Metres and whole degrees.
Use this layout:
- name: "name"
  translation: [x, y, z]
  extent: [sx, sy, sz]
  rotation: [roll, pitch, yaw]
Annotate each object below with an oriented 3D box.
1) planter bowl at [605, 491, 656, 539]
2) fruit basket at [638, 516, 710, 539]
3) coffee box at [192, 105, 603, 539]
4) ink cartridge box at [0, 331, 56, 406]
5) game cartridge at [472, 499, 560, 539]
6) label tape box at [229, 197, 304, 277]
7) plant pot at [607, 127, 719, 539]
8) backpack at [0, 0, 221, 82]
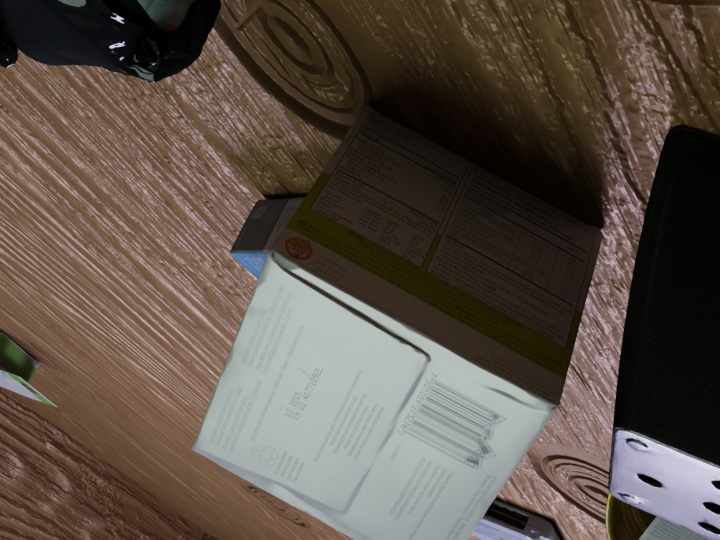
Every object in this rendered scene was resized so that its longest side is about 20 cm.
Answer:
- name: "planter bowl"
  translation: [0.300, 0.180, 0.985]
  extent: [0.199, 0.201, 0.084]
  rotation: [32, -157, -10]
- name: "fruit basket"
  translation: [0.329, 0.187, 0.892]
  extent: [0.184, 0.094, 0.201]
  rotation: [29, 116, -5]
- name: "coffee box"
  translation: [0.028, 0.048, 0.829]
  extent: [0.198, 0.198, 0.201]
  rotation: [27, 130, 0]
- name: "ink cartridge box"
  translation: [-0.693, 0.187, 2.351]
  extent: [0.198, 0.076, 0.148]
  rotation: [15, 155, 29]
- name: "game cartridge"
  translation: [0.193, 0.360, 1.677]
  extent: [0.198, 0.041, 0.134]
  rotation: [17, 153, 28]
- name: "label tape box"
  translation: [0.000, 0.000, 1.036]
  extent: [0.199, 0.067, 0.143]
  rotation: [-1, 145, 48]
- name: "plant pot"
  translation: [0.243, 0.065, 0.713]
  extent: [0.198, 0.179, 0.200]
  rotation: [22, 158, 20]
- name: "backpack"
  translation: [-0.181, -0.212, 0.681]
  extent: [0.165, 0.128, 0.201]
  rotation: [5, 151, 23]
